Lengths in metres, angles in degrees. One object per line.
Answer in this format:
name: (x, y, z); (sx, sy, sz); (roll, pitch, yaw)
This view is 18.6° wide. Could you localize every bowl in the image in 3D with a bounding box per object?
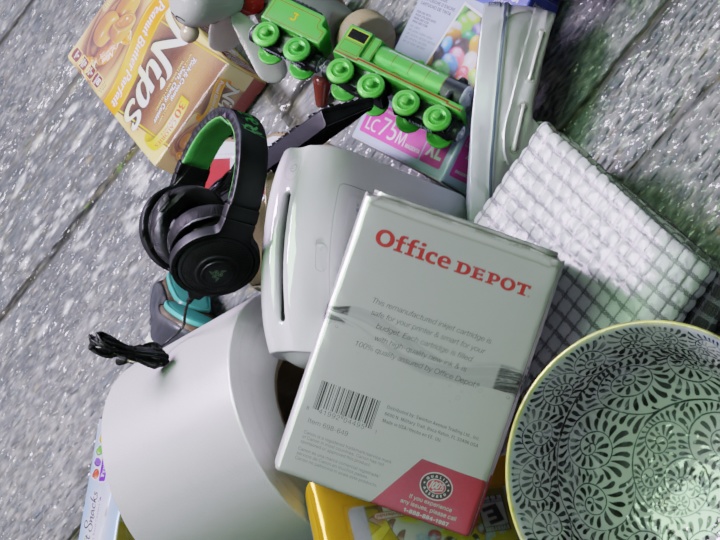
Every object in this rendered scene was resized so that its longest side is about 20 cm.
bowl: (0.205, 0.134, 1.457); (0.199, 0.094, 0.202); (-1, 88, 24)

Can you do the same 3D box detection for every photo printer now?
photo printer: (0.000, 0.000, 1.637); (0.069, 0.199, 0.168); (-4, 78, 35)

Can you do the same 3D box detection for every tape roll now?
tape roll: (-0.078, 0.133, 1.667); (0.139, 0.202, 0.204); (-28, 55, 32)

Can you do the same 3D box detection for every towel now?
towel: (0.159, 0.016, 1.580); (0.166, 0.085, 0.200); (-56, 47, 12)

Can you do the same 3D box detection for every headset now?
headset: (-0.130, -0.024, 1.600); (0.123, 0.093, 0.201); (38, 112, 62)

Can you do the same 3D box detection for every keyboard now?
keyboard: (-0.086, -0.076, 1.711); (0.200, 0.127, 0.021); (-34, 86, 39)

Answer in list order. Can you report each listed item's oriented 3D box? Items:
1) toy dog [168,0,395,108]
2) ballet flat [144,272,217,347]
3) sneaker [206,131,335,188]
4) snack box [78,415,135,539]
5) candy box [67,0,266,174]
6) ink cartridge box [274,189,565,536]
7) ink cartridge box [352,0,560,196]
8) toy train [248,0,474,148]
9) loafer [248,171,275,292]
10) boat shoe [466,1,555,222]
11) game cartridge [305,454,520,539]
toy dog: (-0.074, -0.189, 1.831); (0.132, 0.199, 0.097); (-124, 48, -68)
ballet flat: (-0.147, 0.054, 1.821); (0.073, 0.073, 0.200); (-60, 13, 6)
sneaker: (-0.083, -0.053, 1.842); (0.199, 0.071, 0.113); (0, 69, 51)
snack box: (-0.157, 0.228, 1.742); (0.053, 0.142, 0.202); (-6, 70, 42)
candy box: (-0.179, -0.182, 1.998); (0.116, 0.055, 0.200); (-53, 45, 13)
ink cartridge box: (0.041, 0.061, 1.510); (0.145, 0.085, 0.201); (19, 92, 2)
ink cartridge box: (0.081, -0.173, 1.763); (0.119, 0.042, 0.201); (30, 92, 45)
toy train: (0.003, -0.159, 1.730); (0.199, 0.042, 0.057); (27, 72, 18)
loafer: (-0.064, -0.020, 1.730); (0.067, 0.200, 0.077); (-5, 66, -1)
boat shoe: (0.116, -0.103, 1.677); (0.065, 0.074, 0.202); (4, 94, 4)
game cartridge: (0.065, 0.227, 1.528); (0.033, 0.175, 0.201); (104, 156, -53)
